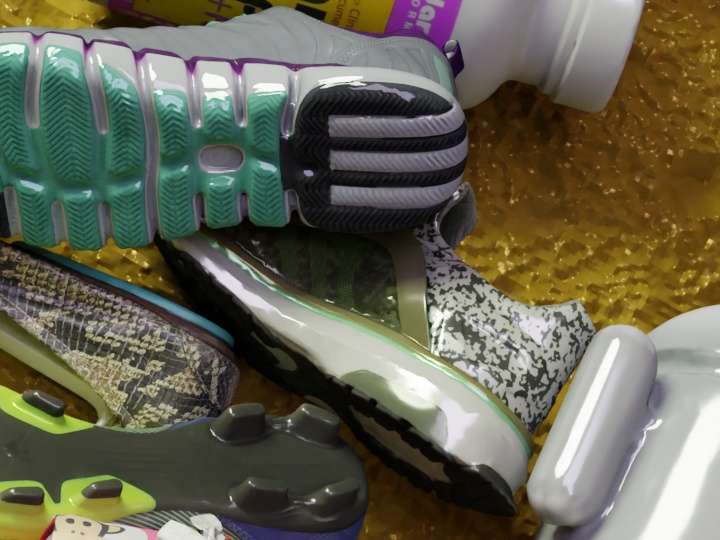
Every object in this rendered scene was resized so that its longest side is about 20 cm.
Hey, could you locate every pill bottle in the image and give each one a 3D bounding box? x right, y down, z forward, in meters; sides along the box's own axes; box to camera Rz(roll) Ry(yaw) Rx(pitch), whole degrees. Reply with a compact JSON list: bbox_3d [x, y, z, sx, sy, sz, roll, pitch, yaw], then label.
[{"bbox_3d":[0.002,-0.121,1.090,0.199,0.104,0.105,16,63,-3],"label":"pill bottle"}]

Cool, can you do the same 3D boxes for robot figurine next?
[{"bbox_3d":[0.119,0.094,1.018,0.170,0.113,0.201,49,57,-33],"label":"robot figurine"}]

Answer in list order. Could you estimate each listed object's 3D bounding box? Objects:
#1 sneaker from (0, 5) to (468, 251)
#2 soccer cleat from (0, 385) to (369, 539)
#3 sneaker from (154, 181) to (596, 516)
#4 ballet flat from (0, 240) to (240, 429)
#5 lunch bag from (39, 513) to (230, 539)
[{"bbox_3d":[-0.062,-0.054,1.017,0.199,0.075,0.088,5,28,2],"label":"sneaker"},{"bbox_3d":[-0.094,0.080,0.988,0.199,0.084,0.065,6,44,-22],"label":"soccer cleat"},{"bbox_3d":[0.000,0.000,1.039,0.200,0.077,0.089,37,74,23],"label":"sneaker"},{"bbox_3d":[-0.138,0.007,1.038,0.199,0.068,0.076,33,79,2],"label":"ballet flat"},{"bbox_3d":[-0.080,0.177,0.904,0.081,0.176,0.201,7,66,-5],"label":"lunch bag"}]
